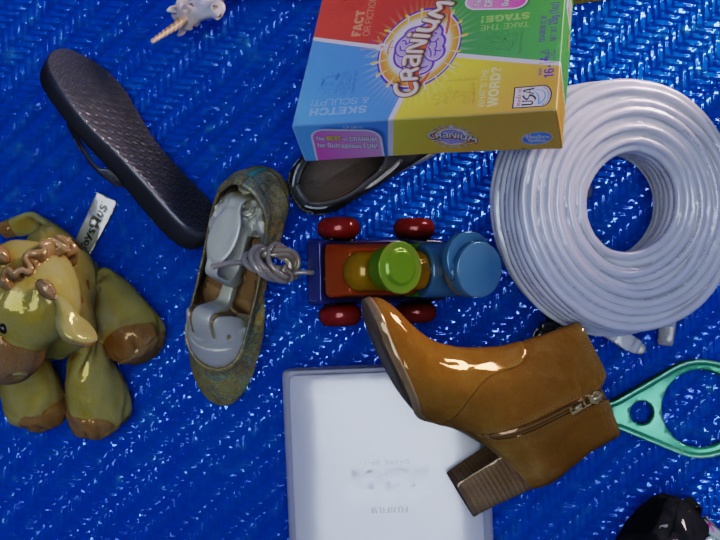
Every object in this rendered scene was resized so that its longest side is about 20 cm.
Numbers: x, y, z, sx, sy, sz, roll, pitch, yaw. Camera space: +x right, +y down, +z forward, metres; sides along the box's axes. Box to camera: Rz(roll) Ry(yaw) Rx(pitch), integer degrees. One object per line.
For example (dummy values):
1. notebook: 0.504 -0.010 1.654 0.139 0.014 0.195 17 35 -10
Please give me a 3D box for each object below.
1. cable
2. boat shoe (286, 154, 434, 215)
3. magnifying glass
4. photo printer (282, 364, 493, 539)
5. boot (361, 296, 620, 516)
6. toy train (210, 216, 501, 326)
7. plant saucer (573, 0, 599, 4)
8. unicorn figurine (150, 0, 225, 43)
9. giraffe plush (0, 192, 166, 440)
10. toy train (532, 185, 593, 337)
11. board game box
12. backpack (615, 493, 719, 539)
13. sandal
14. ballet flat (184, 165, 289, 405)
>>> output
1. cable: 0.197 -0.049 0.974 0.198 0.069 0.202 20 85 -16
2. boat shoe: 0.026 -0.115 1.009 0.199 0.068 0.072 -38 86 1
3. magnifying glass: 0.219 0.116 1.019 0.198 0.022 0.081 -4 90 4
4. photo printer: 0.022 0.176 1.005 0.165 0.069 0.202 -2 89 3
5. boot: 0.101 0.072 0.937 0.143 0.071 0.202 -32 106 -5
6. toy train: 0.000 0.000 0.948 0.198 0.115 0.086 -1 89 -29
7. plant saucer: 0.113 -0.312 1.015 0.198 0.048 0.202 -8 89 4
8. unicorn figurine: -0.087 -0.268 1.020 0.136 0.074 0.202 -2 75 12
9. giraffe plush: -0.247 0.034 0.973 0.171 0.162 0.202 9 91 3
10. toy train: 0.164 -0.003 1.016 0.045 0.034 0.202 1 90 0
11. board game box: 0.058 -0.157 0.959 0.198 0.040 0.154 -2 53 16
12. backpack: 0.267 0.292 0.964 0.200 0.127 0.167 41 88 -1
13. sandal: -0.197 -0.094 1.021 0.043 0.076 0.201 -39 87 29
14. ballet flat: -0.107 0.014 1.000 0.070 0.071 0.202 16 101 3
